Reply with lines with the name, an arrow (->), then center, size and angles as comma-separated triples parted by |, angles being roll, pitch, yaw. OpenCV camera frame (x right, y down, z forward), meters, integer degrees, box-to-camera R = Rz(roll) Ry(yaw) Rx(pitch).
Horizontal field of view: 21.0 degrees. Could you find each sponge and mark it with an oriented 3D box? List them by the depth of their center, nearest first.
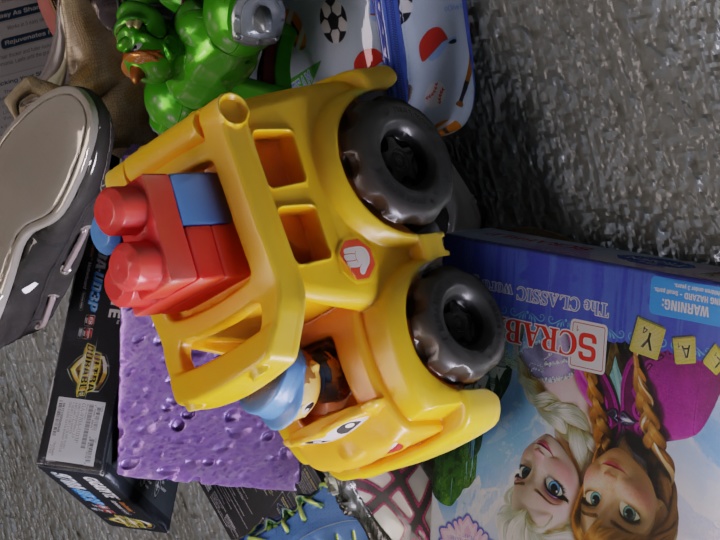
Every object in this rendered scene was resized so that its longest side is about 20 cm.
sponge -> -0.086, 0.029, 1.149 | 0.030, 0.111, 0.201 | -79, -8, -75

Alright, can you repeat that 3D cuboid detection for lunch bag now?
lunch bag -> -0.023, -0.147, 1.084 | 0.200, 0.075, 0.161 | 8, 112, 54

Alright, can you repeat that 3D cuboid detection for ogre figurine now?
ogre figurine -> -0.081, -0.147, 1.028 | 0.200, 0.098, 0.120 | -28, 62, 40

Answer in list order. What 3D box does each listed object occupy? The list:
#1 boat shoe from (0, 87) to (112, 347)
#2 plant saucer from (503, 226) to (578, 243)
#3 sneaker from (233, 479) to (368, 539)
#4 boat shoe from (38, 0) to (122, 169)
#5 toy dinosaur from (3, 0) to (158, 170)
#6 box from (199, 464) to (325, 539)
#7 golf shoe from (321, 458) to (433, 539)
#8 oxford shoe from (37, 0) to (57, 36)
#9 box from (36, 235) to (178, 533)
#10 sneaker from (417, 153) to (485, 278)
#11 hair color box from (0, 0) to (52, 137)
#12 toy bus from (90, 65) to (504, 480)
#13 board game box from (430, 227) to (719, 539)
boat shoe -> -0.188, -0.032, 1.148 | 0.067, 0.057, 0.200 | 51, 126, 25
plant saucer -> 0.100, 0.077, 1.059 | 0.200, 0.035, 0.201 | 33, 133, 43
sneaker -> -0.021, 0.157, 1.190 | 0.076, 0.199, 0.105 | 35, -124, -80
boat shoe -> -0.157, -0.143, 1.234 | 0.073, 0.075, 0.201 | 19, 103, 2
toy dinosaur -> -0.164, -0.113, 1.185 | 0.200, 0.101, 0.058 | 62, 174, -18
box -> -0.034, 0.169, 1.307 | 0.200, 0.043, 0.160 | 58, 147, 18
golf shoe -> 0.023, 0.125, 1.119 | 0.077, 0.088, 0.201 | 178, 77, -87
oxford shoe -> -0.153, -0.148, 1.286 | 0.200, 0.070, 0.075 | 55, 140, 20
box -> -0.151, 0.075, 1.271 | 0.200, 0.046, 0.160 | 71, -152, -70
sneaker -> 0.000, 0.000, 1.124 | 0.074, 0.079, 0.200 | 58, 151, 18
hair color box -> -0.245, -0.163, 1.386 | 0.060, 0.100, 0.201 | 32, 132, 46
toy bus -> -0.045, 0.010, 0.951 | 0.136, 0.192, 0.201 | -27, 78, 41
board game box -> 0.121, 0.090, 0.958 | 0.200, 0.041, 0.200 | 11, 103, 44
